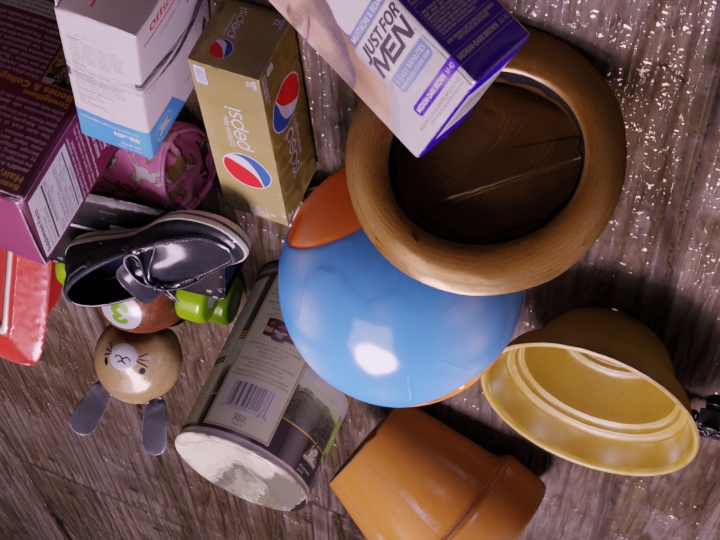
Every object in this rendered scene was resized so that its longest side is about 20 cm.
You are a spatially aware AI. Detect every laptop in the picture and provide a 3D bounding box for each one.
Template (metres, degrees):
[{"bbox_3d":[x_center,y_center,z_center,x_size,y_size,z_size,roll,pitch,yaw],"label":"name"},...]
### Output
[{"bbox_3d":[-0.200,-0.045,1.360,0.174,0.104,0.201,12,148,3],"label":"laptop"}]

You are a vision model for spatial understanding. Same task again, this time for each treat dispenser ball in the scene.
[{"bbox_3d":[0.033,0.008,1.155,0.198,0.203,0.202,20,153,11],"label":"treat dispenser ball"}]

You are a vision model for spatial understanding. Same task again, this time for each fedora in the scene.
[{"bbox_3d":[0.091,-0.078,1.030,0.198,0.203,0.082,21,-174,9],"label":"fedora"}]

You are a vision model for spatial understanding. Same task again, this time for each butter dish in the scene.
[{"bbox_3d":[-0.379,-0.030,1.531,0.198,0.148,0.202,17,112,21],"label":"butter dish"}]

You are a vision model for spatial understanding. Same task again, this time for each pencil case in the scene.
[{"bbox_3d":[-0.230,-0.102,1.330,0.198,0.088,0.082,10,-167,29],"label":"pencil case"}]

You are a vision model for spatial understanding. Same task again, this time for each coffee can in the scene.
[{"bbox_3d":[-0.079,0.116,1.446,0.145,0.202,0.147,20,153,11],"label":"coffee can"}]

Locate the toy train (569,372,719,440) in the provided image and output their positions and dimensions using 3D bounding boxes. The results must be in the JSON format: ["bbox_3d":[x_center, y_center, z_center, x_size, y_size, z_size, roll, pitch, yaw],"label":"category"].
[{"bbox_3d":[0.272,0.126,1.343,0.197,0.035,0.046,14,164,21],"label":"toy train"}]

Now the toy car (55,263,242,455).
[{"bbox_3d":[-0.233,0.081,1.486,0.162,0.203,0.158,14,179,12],"label":"toy car"}]

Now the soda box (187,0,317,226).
[{"bbox_3d":[-0.084,-0.124,1.173,0.063,0.068,0.201,18,152,14],"label":"soda box"}]

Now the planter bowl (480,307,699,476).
[{"bbox_3d":[0.211,0.092,1.272,0.198,0.084,0.201,19,150,12],"label":"planter bowl"}]

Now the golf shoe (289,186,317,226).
[{"bbox_3d":[0.000,0.000,1.323,0.091,0.073,0.201,6,137,45],"label":"golf shoe"}]

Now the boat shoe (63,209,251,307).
[{"bbox_3d":[-0.181,-0.005,1.260,0.198,0.063,0.075,-8,140,29],"label":"boat shoe"}]

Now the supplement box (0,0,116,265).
[{"bbox_3d":[-0.274,-0.128,1.189,0.129,0.202,0.104,20,153,13],"label":"supplement box"}]

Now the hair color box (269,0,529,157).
[{"bbox_3d":[0.004,-0.182,0.934,0.200,0.065,0.109,48,152,4],"label":"hair color box"}]

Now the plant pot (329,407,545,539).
[{"bbox_3d":[0.071,0.249,1.582,0.183,0.200,0.200,41,153,2],"label":"plant pot"}]

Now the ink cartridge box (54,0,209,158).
[{"bbox_3d":[-0.166,-0.191,1.075,0.067,0.117,0.201,20,153,8],"label":"ink cartridge box"}]
